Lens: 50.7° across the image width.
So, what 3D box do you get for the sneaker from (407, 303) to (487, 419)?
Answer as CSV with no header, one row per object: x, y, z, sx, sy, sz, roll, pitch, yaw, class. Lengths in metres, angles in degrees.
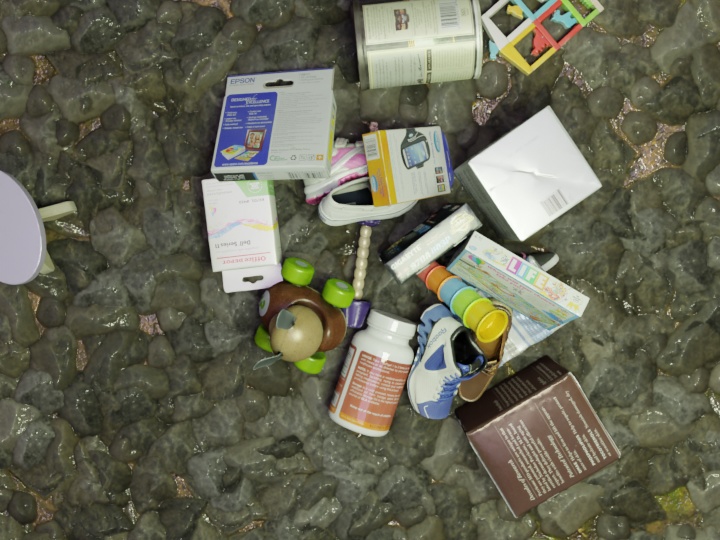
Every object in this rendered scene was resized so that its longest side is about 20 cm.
0.145,0.167,1.257,0.080,0.115,0.200,-9,113,-32,sneaker

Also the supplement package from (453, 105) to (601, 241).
0.264,-0.151,1.239,0.152,0.200,0.151,-35,93,3,supplement package

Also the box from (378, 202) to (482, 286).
0.109,-0.048,1.249,0.159,0.200,0.046,-37,95,3,box

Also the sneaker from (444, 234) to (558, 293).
0.237,-0.024,1.311,0.200,0.071,0.099,-17,98,6,sneaker

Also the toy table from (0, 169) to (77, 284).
-0.593,-0.075,1.304,0.184,0.117,0.200,-11,92,2,toy table

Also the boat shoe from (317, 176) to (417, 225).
0.027,-0.124,1.274,0.200,0.065,0.074,-22,75,-28,boat shoe

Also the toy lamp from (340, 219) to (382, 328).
0.000,0.000,1.328,0.058,0.058,0.200,10,91,1,toy lamp

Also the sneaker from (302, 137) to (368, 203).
-0.018,-0.193,1.303,0.200,0.081,0.088,-25,86,-4,sneaker

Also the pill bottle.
0.026,0.173,1.308,0.112,0.112,0.200,19,94,0,pill bottle

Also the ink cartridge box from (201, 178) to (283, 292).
-0.202,-0.063,1.320,0.117,0.067,0.200,-7,93,1,ink cartridge box

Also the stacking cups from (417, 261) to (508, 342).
0.162,0.043,1.260,0.060,0.200,0.061,-14,124,-23,stacking cups

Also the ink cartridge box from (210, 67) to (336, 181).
-0.142,-0.246,1.290,0.197,0.047,0.200,-1,62,12,ink cartridge box

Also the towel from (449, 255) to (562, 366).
0.255,0.079,1.298,0.200,0.024,0.147,-37,107,21,towel

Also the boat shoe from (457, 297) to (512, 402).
0.204,0.144,1.288,0.072,0.068,0.200,16,117,1,boat shoe

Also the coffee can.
0.092,-0.381,1.257,0.200,0.146,0.147,-5,93,1,coffee can

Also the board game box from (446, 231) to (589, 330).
0.241,0.020,1.194,0.200,0.134,0.034,31,76,1,board game box

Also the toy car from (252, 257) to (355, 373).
-0.119,0.092,1.239,0.158,0.200,0.164,27,108,11,toy car

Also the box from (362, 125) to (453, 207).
0.086,-0.177,1.270,0.041,0.200,0.119,-5,97,38,box

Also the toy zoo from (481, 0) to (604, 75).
0.301,-0.432,1.312,0.200,0.020,0.131,-41,92,3,toy zoo

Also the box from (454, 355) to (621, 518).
0.291,0.272,1.281,0.200,0.166,0.164,-32,93,3,box
